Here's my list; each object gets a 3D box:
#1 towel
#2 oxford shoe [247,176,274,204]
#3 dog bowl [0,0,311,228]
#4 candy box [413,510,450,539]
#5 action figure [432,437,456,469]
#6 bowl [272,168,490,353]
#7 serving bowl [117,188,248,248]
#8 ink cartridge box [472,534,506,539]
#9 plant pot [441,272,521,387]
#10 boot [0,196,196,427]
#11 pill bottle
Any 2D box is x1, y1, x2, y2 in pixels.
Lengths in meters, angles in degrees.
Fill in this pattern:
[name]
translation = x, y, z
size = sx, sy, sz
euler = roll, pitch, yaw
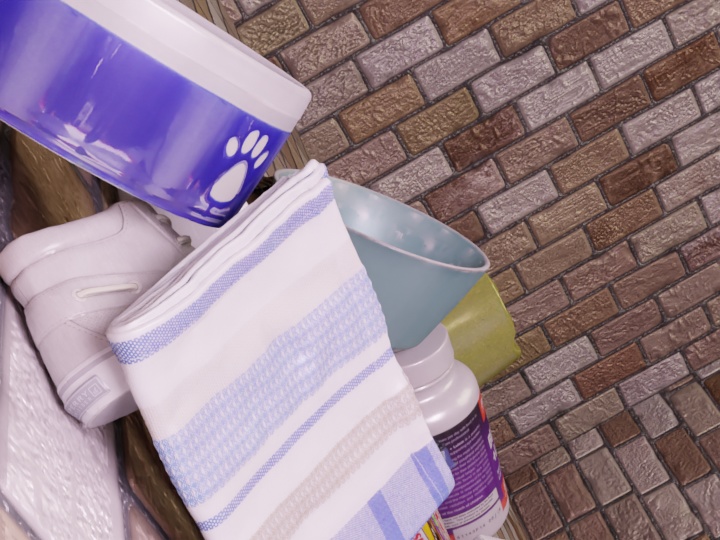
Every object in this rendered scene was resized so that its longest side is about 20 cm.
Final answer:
[towel]
translation = -0.028, 0.068, 0.641
size = 0.024, 0.147, 0.201
euler = 1, -58, 42
[oxford shoe]
translation = -0.102, -0.058, 1.228
size = 0.073, 0.084, 0.200
euler = 63, 5, 2
[dog bowl]
translation = -0.126, -0.106, 0.666
size = 0.199, 0.079, 0.200
euler = 32, 7, -4
[candy box]
translation = 0.048, 0.199, 1.057
size = 0.102, 0.026, 0.201
euler = 60, 4, -49
[action figure]
translation = -0.037, 0.112, 0.760
size = 0.199, 0.104, 0.195
euler = -3, 67, -58
[bowl]
translation = 0.000, 0.000, 1.187
size = 0.199, 0.106, 0.201
euler = 22, 14, -6
[serving bowl]
translation = -0.116, -0.028, 0.952
size = 0.201, 0.065, 0.200
euler = 61, 4, -8
[ink cartridge box]
translation = 0.138, 0.252, 0.992
size = 0.109, 0.050, 0.200
euler = 46, 6, 28
[plant pot]
translation = 0.054, 0.072, 1.393
size = 0.202, 0.183, 0.200
euler = 62, -4, 8
[boot]
translation = -0.081, 0.001, 0.674
size = 0.199, 0.073, 0.096
euler = -17, 72, -54
[pill bottle]
translation = 0.063, 0.149, 1.261
size = 0.112, 0.110, 0.201
euler = -112, -176, -63
